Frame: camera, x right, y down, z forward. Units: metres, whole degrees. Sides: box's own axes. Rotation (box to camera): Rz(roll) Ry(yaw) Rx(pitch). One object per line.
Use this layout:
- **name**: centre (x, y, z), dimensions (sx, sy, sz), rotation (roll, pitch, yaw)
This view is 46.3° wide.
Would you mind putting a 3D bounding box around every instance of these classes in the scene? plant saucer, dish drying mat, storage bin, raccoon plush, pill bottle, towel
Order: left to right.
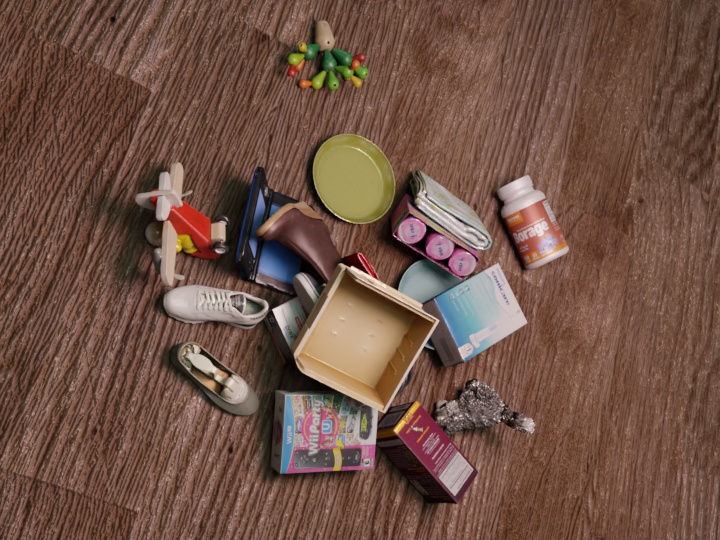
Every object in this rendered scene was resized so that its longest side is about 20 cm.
- **plant saucer**: centre (-0.018, -0.195, 1.818), dimensions (0.197, 0.031, 0.204), rotation (7, 73, -25)
- **dish drying mat**: centre (0.000, 0.000, 1.680), dimensions (0.018, 0.200, 0.077), rotation (-34, 94, -10)
- **storage bin**: centre (0.004, 0.120, 1.553), dimensions (0.197, 0.094, 0.202), rotation (28, 99, -19)
- **plant saucer**: centre (0.159, 0.076, 1.833), dimensions (0.197, 0.036, 0.204), rotation (8, 73, -26)
- **towel**: centre (0.195, -0.135, 1.845), dimensions (0.199, 0.048, 0.172), rotation (35, 19, -15)
- **raccoon plush**: centre (0.243, 0.310, 1.740), dimensions (0.134, 0.198, 0.098), rotation (-42, 128, -29)
- **pill bottle**: centre (0.396, -0.113, 1.964), dimensions (0.111, 0.112, 0.203), rotation (-24, 87, -30)

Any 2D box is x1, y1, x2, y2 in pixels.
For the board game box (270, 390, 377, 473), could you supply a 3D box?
- **board game box**: centre (-0.068, 0.308, 1.617), dimensions (0.197, 0.064, 0.150), rotation (3, 91, -25)

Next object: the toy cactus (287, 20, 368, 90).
- **toy cactus**: centre (-0.074, -0.474, 1.838), dimensions (0.197, 0.102, 0.168), rotation (-3, 68, -19)

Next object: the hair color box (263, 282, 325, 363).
- **hair color box**: centre (-0.085, 0.092, 1.687), dimensions (0.198, 0.064, 0.112), rotation (-26, 91, -32)

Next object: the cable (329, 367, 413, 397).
- **cable**: centre (0.018, 0.201, 1.726), dimensions (0.199, 0.051, 0.165), rotation (-36, 101, -28)

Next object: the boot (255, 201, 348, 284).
- **boot**: centre (-0.105, -0.047, 1.623), dimensions (0.168, 0.072, 0.200), rotation (55, 28, 0)

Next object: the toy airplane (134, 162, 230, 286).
- **toy airplane**: centre (-0.349, -0.087, 1.554), dimensions (0.202, 0.139, 0.200), rotation (68, 26, -11)

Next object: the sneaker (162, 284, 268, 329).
- **sneaker**: centre (-0.272, 0.061, 1.590), dimensions (0.197, 0.080, 0.078), rotation (7, 75, -24)

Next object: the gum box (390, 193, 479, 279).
- **gum box**: centre (0.163, -0.070, 1.821), dimensions (0.198, 0.066, 0.114), rotation (32, 20, -14)

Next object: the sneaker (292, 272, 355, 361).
- **sneaker**: centre (-0.054, 0.075, 1.625), dimensions (0.079, 0.078, 0.202), rotation (-38, 110, -19)

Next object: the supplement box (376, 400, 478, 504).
- **supplement box**: centre (0.127, 0.369, 1.695), dimensions (0.201, 0.110, 0.086), rotation (49, 60, -8)

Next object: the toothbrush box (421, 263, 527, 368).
- **toothbrush box**: centre (0.238, 0.095, 1.800), dimensions (0.198, 0.085, 0.148), rotation (-27, 89, -30)

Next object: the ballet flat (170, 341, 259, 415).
- **ballet flat**: centre (-0.266, 0.203, 1.563), dimensions (0.199, 0.064, 0.068), rotation (39, 63, -13)

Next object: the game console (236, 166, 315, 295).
- **game console**: centre (-0.163, -0.076, 1.666), dimensions (0.116, 0.171, 0.203), rotation (8, 70, 3)
